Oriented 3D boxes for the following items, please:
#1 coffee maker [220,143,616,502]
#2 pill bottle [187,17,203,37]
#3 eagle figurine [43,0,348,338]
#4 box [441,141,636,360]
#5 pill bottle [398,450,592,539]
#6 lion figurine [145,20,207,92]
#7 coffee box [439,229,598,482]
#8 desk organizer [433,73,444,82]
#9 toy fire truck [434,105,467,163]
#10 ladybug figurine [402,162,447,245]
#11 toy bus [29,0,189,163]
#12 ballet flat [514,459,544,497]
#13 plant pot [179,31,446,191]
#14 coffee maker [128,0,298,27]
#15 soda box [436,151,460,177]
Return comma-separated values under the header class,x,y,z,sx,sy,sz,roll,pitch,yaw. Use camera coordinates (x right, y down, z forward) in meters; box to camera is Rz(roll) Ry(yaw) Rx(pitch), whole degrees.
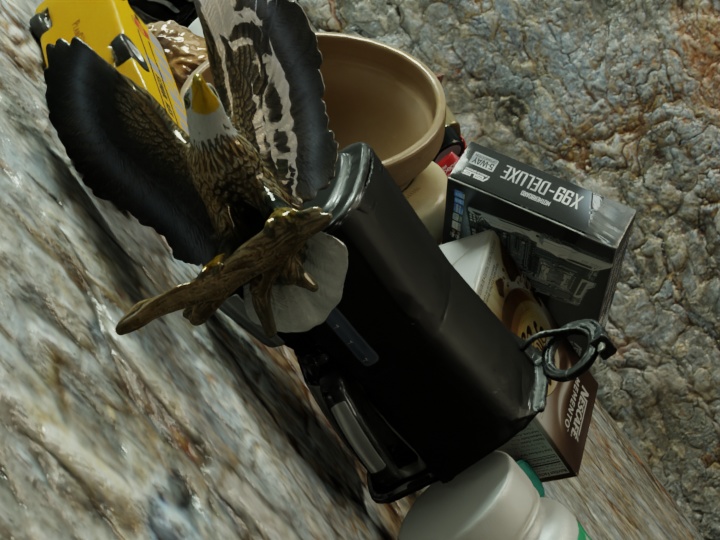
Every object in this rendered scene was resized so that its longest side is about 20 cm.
class,x,y,z,sx,sy,sz,roll,pitch,yaw
coffee maker,0.026,0.021,0.969,0.201,0.191,0.135,51,1,-22
pill bottle,-0.085,-0.144,1.341,0.201,0.109,0.109,58,10,28
eagle figurine,-0.083,-0.070,0.836,0.150,0.152,0.201,2,42,-31
box,0.150,-0.007,1.305,0.156,0.050,0.201,25,-32,15
pill bottle,0.120,0.226,0.980,0.201,0.113,0.113,51,9,-15
lion figurine,-0.116,-0.112,1.177,0.122,0.072,0.201,30,28,-47
coffee box,0.122,0.081,1.282,0.201,0.079,0.114,53,39,-29
desk organizer,0.009,-0.141,1.372,0.200,0.076,0.073,16,-56,65
toy fire truck,0.042,-0.088,1.663,0.129,0.175,0.200,56,-6,23
ladybug figurine,0.010,-0.053,1.390,0.199,0.135,0.072,18,-39,50
toy bus,-0.165,-0.129,0.982,0.078,0.065,0.201,47,11,-38
ballet flat,0.102,0.188,1.193,0.069,0.067,0.200,64,12,19
plant pot,-0.036,-0.090,1.102,0.202,0.198,0.094,-117,-158,-49
coffee maker,-0.175,-0.322,1.474,0.200,0.134,0.193,44,12,-52
soda box,0.103,-0.069,1.520,0.070,0.063,0.200,55,8,7
